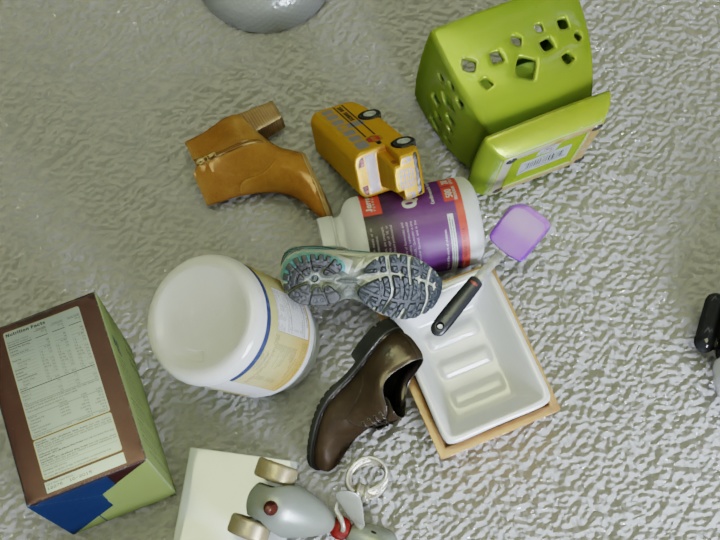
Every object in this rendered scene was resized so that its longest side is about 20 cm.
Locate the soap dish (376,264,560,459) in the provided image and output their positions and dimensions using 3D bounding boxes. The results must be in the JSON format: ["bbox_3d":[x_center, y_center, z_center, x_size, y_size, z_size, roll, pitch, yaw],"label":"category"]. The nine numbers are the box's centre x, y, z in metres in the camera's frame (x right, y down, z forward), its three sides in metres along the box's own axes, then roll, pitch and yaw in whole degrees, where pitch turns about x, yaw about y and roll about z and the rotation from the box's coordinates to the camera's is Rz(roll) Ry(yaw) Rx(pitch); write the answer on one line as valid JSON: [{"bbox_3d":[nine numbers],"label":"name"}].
[{"bbox_3d":[0.127,0.111,1.348,0.156,0.081,0.202,-21,71,-7],"label":"soap dish"}]

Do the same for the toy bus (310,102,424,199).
[{"bbox_3d":[0.009,-0.149,1.400,0.078,0.066,0.200,-19,32,-15],"label":"toy bus"}]

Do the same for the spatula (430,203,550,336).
[{"bbox_3d":[0.149,0.001,1.337,0.056,0.021,0.200,38,73,13],"label":"spatula"}]

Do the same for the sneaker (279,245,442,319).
[{"bbox_3d":[0.000,0.000,1.309,0.198,0.086,0.078,10,107,-17],"label":"sneaker"}]

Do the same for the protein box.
[{"bbox_3d":[-0.315,0.167,1.267,0.134,0.199,0.202,-20,70,-7],"label":"protein box"}]

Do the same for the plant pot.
[{"bbox_3d":[0.198,-0.217,1.418,0.198,0.199,0.183,-21,77,-8],"label":"plant pot"}]

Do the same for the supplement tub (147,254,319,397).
[{"bbox_3d":[-0.139,0.070,1.288,0.143,0.200,0.146,-4,77,19],"label":"supplement tub"}]

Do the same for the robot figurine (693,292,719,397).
[{"bbox_3d":[0.496,0.082,1.331,0.124,0.150,0.201,36,68,-28],"label":"robot figurine"}]

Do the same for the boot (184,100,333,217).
[{"bbox_3d":[-0.135,-0.116,1.452,0.143,0.071,0.202,-30,68,-4],"label":"boot"}]

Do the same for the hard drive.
[{"bbox_3d":[-0.152,0.316,1.301,0.130,0.026,0.202,7,69,3],"label":"hard drive"}]

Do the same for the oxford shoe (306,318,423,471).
[{"bbox_3d":[0.004,0.161,1.298,0.084,0.072,0.201,40,107,32],"label":"oxford shoe"}]

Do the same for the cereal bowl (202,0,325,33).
[{"bbox_3d":[-0.137,-0.438,1.562,0.197,0.083,0.202,0,70,1],"label":"cereal bowl"}]

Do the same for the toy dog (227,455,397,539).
[{"bbox_3d":[-0.049,0.279,1.251,0.197,0.096,0.134,1,88,-10],"label":"toy dog"}]

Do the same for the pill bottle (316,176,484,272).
[{"bbox_3d":[0.049,-0.046,1.392,0.198,0.113,0.114,-11,69,-4],"label":"pill bottle"}]
